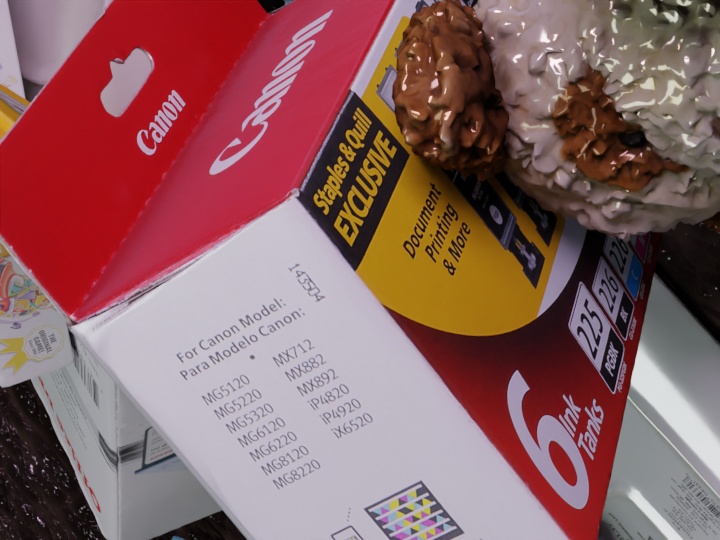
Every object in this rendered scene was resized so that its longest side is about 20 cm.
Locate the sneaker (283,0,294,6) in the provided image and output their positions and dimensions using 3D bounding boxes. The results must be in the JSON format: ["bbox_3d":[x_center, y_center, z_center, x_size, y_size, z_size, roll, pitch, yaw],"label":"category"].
[{"bbox_3d":[-0.007,-0.102,0.770,0.200,0.074,0.082,27,120,37],"label":"sneaker"}]

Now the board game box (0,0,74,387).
[{"bbox_3d":[-0.168,-0.069,0.885,0.134,0.034,0.200,-126,24,-43],"label":"board game box"}]

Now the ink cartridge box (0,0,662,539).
[{"bbox_3d":[0.001,-0.020,0.633,0.084,0.200,0.176,-29,110,28],"label":"ink cartridge box"}]

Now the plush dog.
[{"bbox_3d":[0.090,-0.086,0.582,0.172,0.200,0.160,-62,35,28],"label":"plush dog"}]

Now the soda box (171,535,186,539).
[{"bbox_3d":[-0.019,0.176,0.910,0.200,0.068,0.064,15,162,49],"label":"soda box"}]

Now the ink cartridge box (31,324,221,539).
[{"bbox_3d":[-0.104,0.013,0.976,0.146,0.086,0.200,60,162,27],"label":"ink cartridge box"}]

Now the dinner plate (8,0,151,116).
[{"bbox_3d":[-0.118,-0.137,0.825,0.200,0.024,0.200,22,118,50],"label":"dinner plate"}]

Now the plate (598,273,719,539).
[{"bbox_3d":[0.121,0.105,0.875,0.200,0.032,0.200,49,150,7],"label":"plate"}]

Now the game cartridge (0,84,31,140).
[{"bbox_3d":[-0.064,-0.005,0.740,0.176,0.032,0.200,38,-175,39],"label":"game cartridge"}]
